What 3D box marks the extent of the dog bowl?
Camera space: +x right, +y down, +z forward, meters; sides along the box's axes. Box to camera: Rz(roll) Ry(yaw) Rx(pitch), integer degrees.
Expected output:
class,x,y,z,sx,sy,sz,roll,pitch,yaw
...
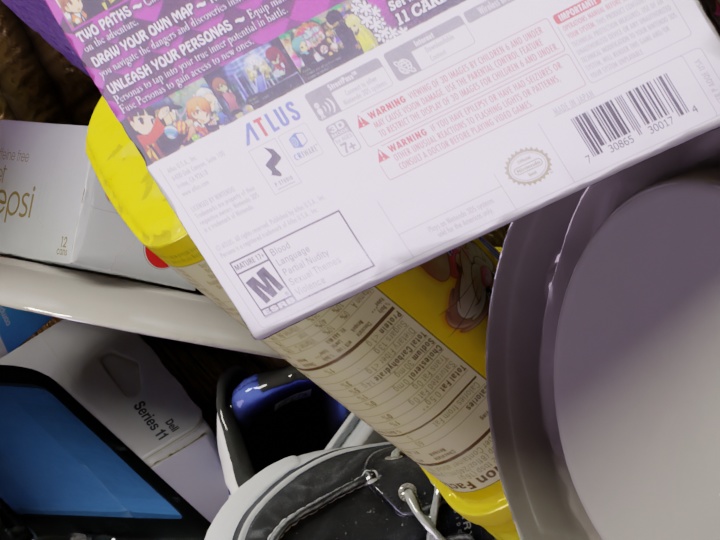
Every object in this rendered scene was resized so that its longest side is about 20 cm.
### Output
class,x,y,z,sx,sy,sz,roll,pitch,yaw
dog bowl,0.126,0.040,0.880,0.200,0.059,0.201,10,102,53

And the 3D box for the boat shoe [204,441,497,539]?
class,x,y,z,sx,sy,sz,roll,pitch,yaw
boat shoe,0.027,0.102,1.095,0.068,0.200,0.072,-12,88,52

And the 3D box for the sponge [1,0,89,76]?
class,x,y,z,sx,sy,sz,roll,pitch,yaw
sponge,-0.124,-0.122,1.106,0.112,0.030,0.200,41,173,14

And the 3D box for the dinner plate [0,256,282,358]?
class,x,y,z,sx,sy,sz,roll,pitch,yaw
dinner plate,-0.109,0.016,1.237,0.200,0.024,0.200,12,177,1

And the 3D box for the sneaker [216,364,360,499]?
class,x,y,z,sx,sy,sz,roll,pitch,yaw
sneaker,-0.025,0.088,1.223,0.199,0.080,0.115,-87,-1,-74

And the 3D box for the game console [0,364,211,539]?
class,x,y,z,sx,sy,sz,roll,pitch,yaw
game console,-0.175,0.043,1.224,0.200,0.116,0.176,34,145,49

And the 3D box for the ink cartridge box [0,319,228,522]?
class,x,y,z,sx,sy,sz,roll,pitch,yaw
ink cartridge box,-0.109,0.135,1.402,0.147,0.083,0.200,45,161,51

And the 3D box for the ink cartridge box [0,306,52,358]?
class,x,y,z,sx,sy,sz,roll,pitch,yaw
ink cartridge box,-0.283,0.032,1.423,0.144,0.200,0.085,18,142,42

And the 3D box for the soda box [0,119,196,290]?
class,x,y,z,sx,sy,sz,roll,pitch,yaw
soda box,-0.146,-0.035,1.245,0.068,0.064,0.200,12,177,-33

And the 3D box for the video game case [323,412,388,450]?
class,x,y,z,sx,sy,sz,roll,pitch,yaw
video game case,0.029,0.161,1.174,0.024,0.182,0.200,-5,125,39

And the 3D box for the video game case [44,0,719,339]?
class,x,y,z,sx,sy,sz,roll,pitch,yaw
video game case,0.002,-0.093,0.823,0.200,0.036,0.182,-26,102,31

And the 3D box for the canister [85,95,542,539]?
class,x,y,z,sx,sy,sz,roll,pitch,yaw
canister,0.000,0.000,1.000,0.200,0.087,0.149,40,-174,-30
